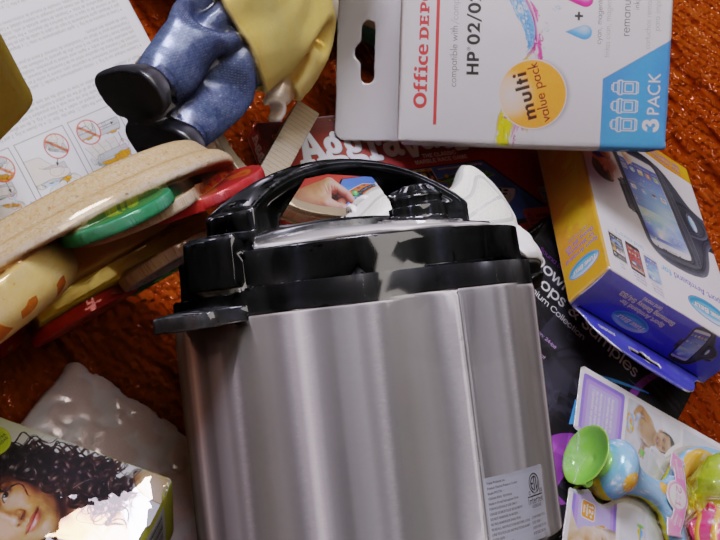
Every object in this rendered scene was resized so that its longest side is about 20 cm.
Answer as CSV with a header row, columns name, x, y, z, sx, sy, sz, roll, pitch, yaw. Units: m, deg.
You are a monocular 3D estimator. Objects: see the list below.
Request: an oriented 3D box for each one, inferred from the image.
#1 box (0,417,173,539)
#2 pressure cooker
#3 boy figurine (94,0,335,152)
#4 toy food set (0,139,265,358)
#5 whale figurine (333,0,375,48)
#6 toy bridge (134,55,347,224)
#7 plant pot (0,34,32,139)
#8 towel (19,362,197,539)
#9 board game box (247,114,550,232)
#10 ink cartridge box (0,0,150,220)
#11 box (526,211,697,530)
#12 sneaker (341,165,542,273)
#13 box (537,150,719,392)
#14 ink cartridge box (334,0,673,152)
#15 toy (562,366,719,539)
name,x,y,z,sx,sy,sz,roll,pitch,yaw
box,-0.188,0.102,0.630,0.198,0.050,0.076,17,50,9
pressure cooker,0.003,0.048,0.651,0.176,0.176,0.202,-7,89,4
boy figurine,-0.062,-0.151,0.791,0.201,0.064,0.125,-53,128,-27
toy food set,-0.138,-0.002,0.666,0.197,0.200,0.049,-30,90,-14
whale figurine,0.048,-0.172,0.938,0.197,0.104,0.160,-1,54,1
toy bridge,-0.048,-0.069,0.830,0.199,0.027,0.068,32,58,-9
plant pot,-0.292,-0.113,0.605,0.193,0.201,0.196,32,67,14
towel,-0.113,0.167,0.679,0.199,0.032,0.192,35,51,-4
board game box,0.034,-0.057,0.895,0.198,0.019,0.104,-10,65,-31
ink cartridge box,-0.192,-0.103,0.810,0.162,0.050,0.202,-29,95,-37
box,0.117,0.076,0.836,0.143,0.036,0.200,43,50,-6
sneaker,0.000,0.000,0.791,0.198,0.075,0.082,-17,69,-14
box,0.174,-0.018,0.880,0.118,0.041,0.201,28,34,-26
ink cartridge box,0.081,-0.131,0.835,0.197,0.068,0.117,2,94,4
toy,0.204,0.141,0.811,0.199,0.047,0.116,26,57,-24
